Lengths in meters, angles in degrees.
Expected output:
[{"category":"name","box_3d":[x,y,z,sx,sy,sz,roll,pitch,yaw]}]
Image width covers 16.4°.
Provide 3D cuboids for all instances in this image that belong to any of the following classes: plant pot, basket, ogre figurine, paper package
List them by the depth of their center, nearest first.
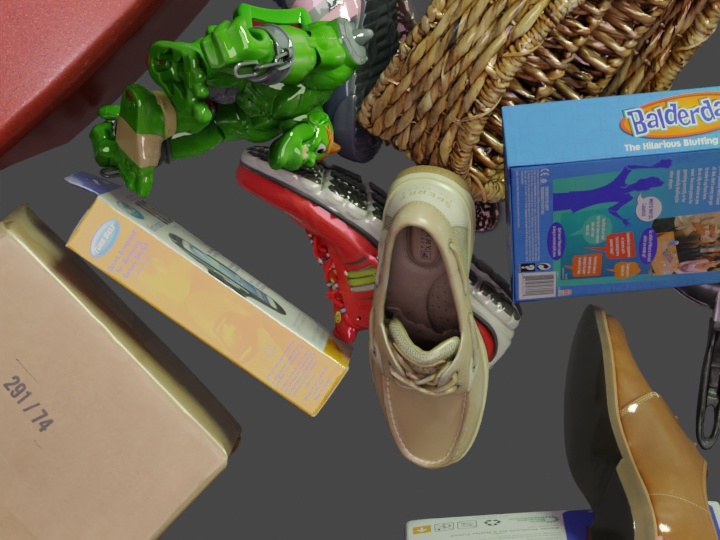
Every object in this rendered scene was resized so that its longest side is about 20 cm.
[{"category":"plant pot","box_3d":[-0.181,-0.191,1.417,0.176,0.200,0.201,-32,93,15]},{"category":"basket","box_3d":[0.111,-0.128,1.429,0.149,0.143,0.200,36,121,-1]},{"category":"ogre figurine","box_3d":[-0.070,-0.104,1.434,0.119,0.200,0.098,-12,61,-29]},{"category":"paper package","box_3d":[-0.201,0.098,1.503,0.200,0.103,0.191,45,95,-3]}]

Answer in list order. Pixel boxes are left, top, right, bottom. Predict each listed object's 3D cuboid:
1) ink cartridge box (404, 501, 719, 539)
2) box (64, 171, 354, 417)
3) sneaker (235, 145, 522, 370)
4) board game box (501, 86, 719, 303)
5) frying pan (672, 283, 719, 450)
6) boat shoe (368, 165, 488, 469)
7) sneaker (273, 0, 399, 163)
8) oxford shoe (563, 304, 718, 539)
[{"category":"ink cartridge box","box_3d":[0.124,0.192,1.452,0.196,0.200,0.047,-3,108,2]},{"category":"box","box_3d":[-0.096,0.010,1.486,0.199,0.119,0.042,33,95,-1]},{"category":"sneaker","box_3d":[0.000,0.000,1.508,0.200,0.077,0.085,36,103,1]},{"category":"board game box","box_3d":[0.182,-0.045,1.435,0.199,0.152,0.045,-5,59,1]},{"category":"frying pan","box_3d":[0.212,0.001,1.526,0.115,0.031,0.191,29,91,0]},{"category":"boat shoe","box_3d":[0.036,0.040,1.450,0.072,0.065,0.201,6,123,10]},{"category":"sneaker","box_3d":[-0.025,-0.165,1.508,0.082,0.070,0.201,0,95,22]},{"category":"oxford shoe","box_3d":[0.165,0.104,1.475,0.071,0.201,0.072,4,137,-16]}]
